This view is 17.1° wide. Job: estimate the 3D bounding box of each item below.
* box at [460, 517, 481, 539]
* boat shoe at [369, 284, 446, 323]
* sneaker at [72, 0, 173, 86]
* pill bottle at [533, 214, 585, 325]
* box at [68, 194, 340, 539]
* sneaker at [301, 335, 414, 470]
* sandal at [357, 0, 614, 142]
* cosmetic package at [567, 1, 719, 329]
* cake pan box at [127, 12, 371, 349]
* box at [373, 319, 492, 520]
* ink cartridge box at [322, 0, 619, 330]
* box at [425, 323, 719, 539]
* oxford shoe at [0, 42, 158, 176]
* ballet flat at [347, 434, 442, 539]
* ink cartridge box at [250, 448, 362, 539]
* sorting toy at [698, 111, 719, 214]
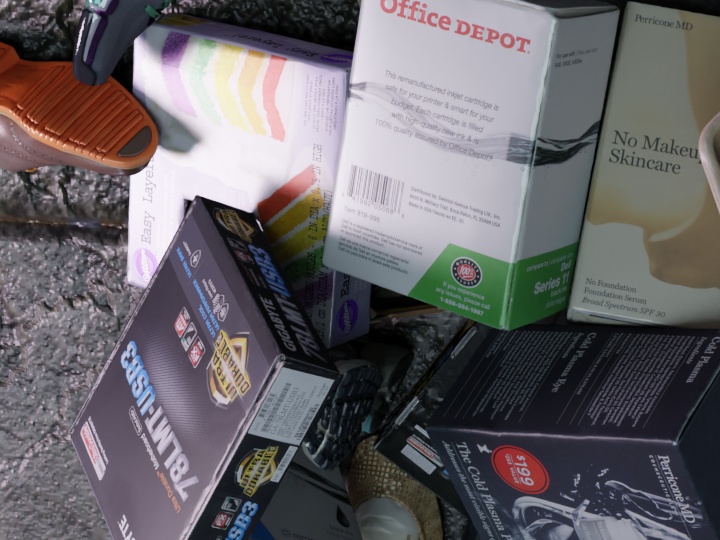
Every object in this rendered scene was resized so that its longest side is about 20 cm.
[{"bbox_3d":[0.145,0.207,1.652,0.158,0.046,0.201,22,118,5],"label":"box"},{"bbox_3d":[0.000,0.000,1.635,0.199,0.074,0.076,-9,111,19],"label":"boat shoe"},{"bbox_3d":[-0.120,-0.204,1.558,0.087,0.074,0.201,22,101,-5],"label":"sneaker"},{"bbox_3d":[0.203,0.035,1.572,0.199,0.113,0.113,25,118,3],"label":"pill bottle"},{"bbox_3d":[-0.104,0.086,1.518,0.049,0.200,0.199,19,113,-31],"label":"box"},{"bbox_3d":[-0.032,0.079,1.613,0.086,0.200,0.078,24,98,11],"label":"sneaker"},{"bbox_3d":[0.087,-0.147,1.552,0.199,0.054,0.081,34,118,2],"label":"sandal"},{"bbox_3d":[0.196,-0.057,1.493,0.104,0.071,0.201,9,80,6],"label":"cosmetic package"},{"bbox_3d":[-0.073,-0.060,1.598,0.183,0.052,0.201,19,114,34],"label":"cake pan box"},{"bbox_3d":[0.134,0.120,1.667,0.200,0.049,0.160,36,121,-2],"label":"box"},{"bbox_3d":[0.068,-0.083,1.486,0.146,0.083,0.201,21,111,32],"label":"ink cartridge box"},{"bbox_3d":[0.169,0.139,1.474,0.181,0.104,0.201,-1,129,38],"label":"box"},{"bbox_3d":[-0.215,-0.100,1.642,0.199,0.071,0.073,25,142,31],"label":"oxford shoe"},{"bbox_3d":[0.026,0.218,1.732,0.070,0.065,0.201,-4,113,17],"label":"ballet flat"},{"bbox_3d":[-0.086,0.159,1.639,0.145,0.201,0.084,19,123,-31],"label":"ink cartridge box"},{"bbox_3d":[0.279,-0.080,1.439,0.036,0.200,0.185,29,158,39],"label":"sorting toy"}]
